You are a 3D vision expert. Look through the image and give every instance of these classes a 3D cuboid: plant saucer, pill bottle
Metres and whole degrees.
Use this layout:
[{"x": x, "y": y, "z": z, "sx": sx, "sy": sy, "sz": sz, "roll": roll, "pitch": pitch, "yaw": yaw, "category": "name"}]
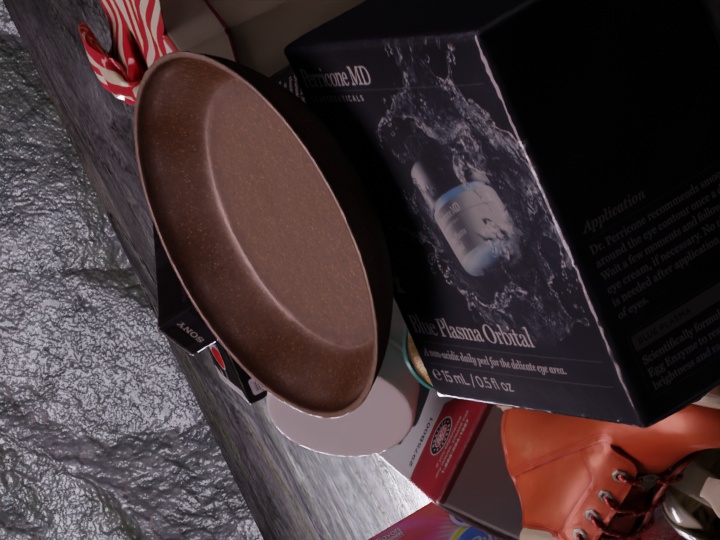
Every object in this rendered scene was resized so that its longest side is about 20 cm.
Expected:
[{"x": -0.042, "y": -0.023, "z": 1.405, "sx": 0.200, "sy": 0.037, "sz": 0.201, "roll": 40, "pitch": 145, "yaw": 36, "category": "plant saucer"}, {"x": 0.000, "y": 0.000, "z": 1.570, "sx": 0.111, "sy": 0.110, "sz": 0.200, "roll": 76, "pitch": -162, "yaw": -48, "category": "pill bottle"}]

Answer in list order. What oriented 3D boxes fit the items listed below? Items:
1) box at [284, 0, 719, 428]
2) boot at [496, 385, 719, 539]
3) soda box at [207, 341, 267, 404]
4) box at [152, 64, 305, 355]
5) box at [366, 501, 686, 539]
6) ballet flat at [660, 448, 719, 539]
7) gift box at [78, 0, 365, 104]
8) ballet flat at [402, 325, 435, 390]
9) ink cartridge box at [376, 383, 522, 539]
[{"x": 0.087, "y": -0.044, "z": 1.323, "sx": 0.197, "sy": 0.117, "sz": 0.201, "roll": 4, "pitch": 120, "yaw": 63, "category": "box"}, {"x": 0.137, "y": 0.096, "z": 1.401, "sx": 0.200, "sy": 0.075, "sz": 0.108, "roll": -14, "pitch": 74, "yaw": 63, "category": "boot"}, {"x": -0.001, "y": 0.003, "z": 1.710, "sx": 0.063, "sy": 0.200, "sz": 0.071, "roll": 67, "pitch": 168, "yaw": -18, "category": "soda box"}, {"x": -0.029, "y": -0.056, "z": 1.527, "sx": 0.036, "sy": 0.200, "sz": 0.143, "roll": 44, "pitch": -154, "yaw": -37, "category": "box"}, {"x": 0.093, "y": 0.181, "z": 1.685, "sx": 0.096, "sy": 0.200, "sz": 0.100, "roll": 52, "pitch": 166, "yaw": 33, "category": "box"}, {"x": 0.190, "y": 0.113, "z": 1.418, "sx": 0.064, "sy": 0.068, "sz": 0.200, "roll": 26, "pitch": -179, "yaw": -24, "category": "ballet flat"}, {"x": -0.068, "y": -0.154, "z": 1.689, "sx": 0.185, "sy": 0.186, "sz": 0.200, "roll": 51, "pitch": 164, "yaw": 49, "category": "gift box"}, {"x": 0.065, "y": -0.020, "z": 1.505, "sx": 0.071, "sy": 0.070, "sz": 0.200, "roll": 74, "pitch": -163, "yaw": -44, "category": "ballet flat"}, {"x": 0.074, "y": 0.060, "z": 1.601, "sx": 0.083, "sy": 0.146, "sz": 0.200, "roll": 25, "pitch": -177, "yaw": -21, "category": "ink cartridge box"}]
